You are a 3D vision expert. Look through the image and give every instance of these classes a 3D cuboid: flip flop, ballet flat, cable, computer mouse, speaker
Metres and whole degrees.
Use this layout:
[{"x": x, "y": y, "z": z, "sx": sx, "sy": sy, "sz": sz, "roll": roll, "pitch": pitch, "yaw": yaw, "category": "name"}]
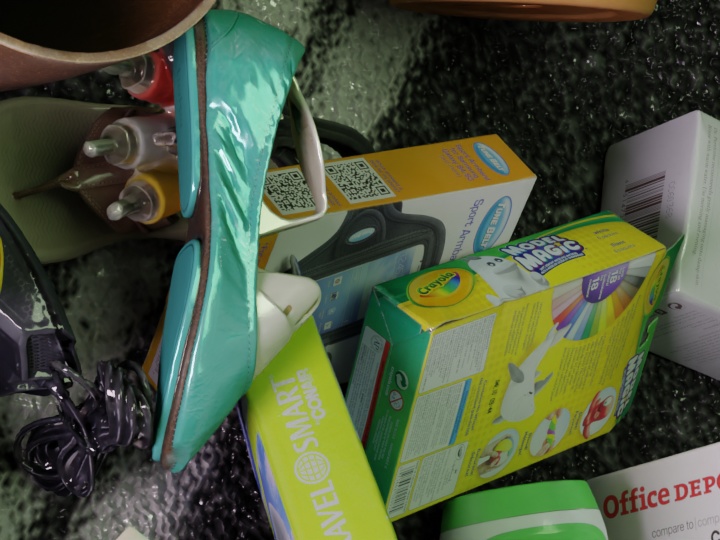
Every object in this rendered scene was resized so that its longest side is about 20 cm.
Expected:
[{"x": -0.104, "y": -0.044, "z": 1.227, "sx": 0.199, "sy": 0.057, "sz": 0.082, "roll": 2, "pitch": 76, "yaw": -36, "category": "flip flop"}, {"x": -0.049, "y": -0.013, "z": 1.121, "sx": 0.070, "sy": 0.067, "sz": 0.201, "roll": 5, "pitch": 81, "yaw": -11, "category": "ballet flat"}, {"x": -0.057, "y": -0.068, "z": 1.230, "sx": 0.200, "sy": 0.050, "sz": 0.098, "roll": 3, "pitch": 86, "yaw": -61, "category": "cable"}, {"x": -0.165, "y": 0.005, "z": 1.136, "sx": 0.200, "sy": 0.138, "sz": 0.053, "roll": 45, "pitch": 62, "yaw": -4, "category": "computer mouse"}, {"x": 0.091, "y": 0.207, "z": 1.282, "sx": 0.088, "sy": 0.088, "sz": 0.201, "roll": -1, "pitch": 77, "yaw": -36, "category": "speaker"}]

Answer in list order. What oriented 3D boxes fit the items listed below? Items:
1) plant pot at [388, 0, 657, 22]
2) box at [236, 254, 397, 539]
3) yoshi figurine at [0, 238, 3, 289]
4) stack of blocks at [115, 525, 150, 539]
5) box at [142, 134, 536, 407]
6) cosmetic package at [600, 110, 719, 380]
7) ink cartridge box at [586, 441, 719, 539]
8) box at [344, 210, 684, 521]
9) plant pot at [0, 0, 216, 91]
[{"x": 0.086, "y": -0.202, "z": 1.342, "sx": 0.199, "sy": 0.200, "sz": 0.141, "roll": 1, "pitch": 93, "yaw": -36, "category": "plant pot"}, {"x": -0.015, "y": 0.108, "z": 1.163, "sx": 0.047, "sy": 0.122, "sz": 0.201, "roll": -16, "pitch": 54, "yaw": -6, "category": "box"}, {"x": -0.245, "y": -0.028, "z": 1.058, "sx": 0.199, "sy": 0.112, "sz": 0.113, "roll": 0, "pitch": 72, "yaw": 6, "category": "yoshi figurine"}, {"x": -0.117, "y": 0.220, "z": 1.086, "sx": 0.115, "sy": 0.059, "sz": 0.200, "roll": 36, "pitch": 65, "yaw": 17, "category": "stack of blocks"}, {"x": 0.000, "y": 0.000, "z": 1.255, "sx": 0.199, "sy": 0.119, "sz": 0.042, "roll": -9, "pitch": 46, "yaw": -36, "category": "box"}, {"x": 0.227, "y": 0.004, "z": 1.445, "sx": 0.199, "sy": 0.081, "sz": 0.113, "roll": 25, "pitch": 63, "yaw": -30, "category": "cosmetic package"}, {"x": 0.196, "y": 0.189, "z": 1.325, "sx": 0.082, "sy": 0.147, "sz": 0.201, "roll": 3, "pitch": 74, "yaw": -33, "category": "ink cartridge box"}, {"x": 0.077, "y": 0.042, "z": 1.296, "sx": 0.199, "sy": 0.048, "sz": 0.118, "roll": -15, "pitch": 131, "yaw": -41, "category": "box"}, {"x": -0.178, "y": -0.148, "z": 1.113, "sx": 0.186, "sy": 0.200, "sz": 0.188, "roll": 12, "pitch": 69, "yaw": -33, "category": "plant pot"}]
